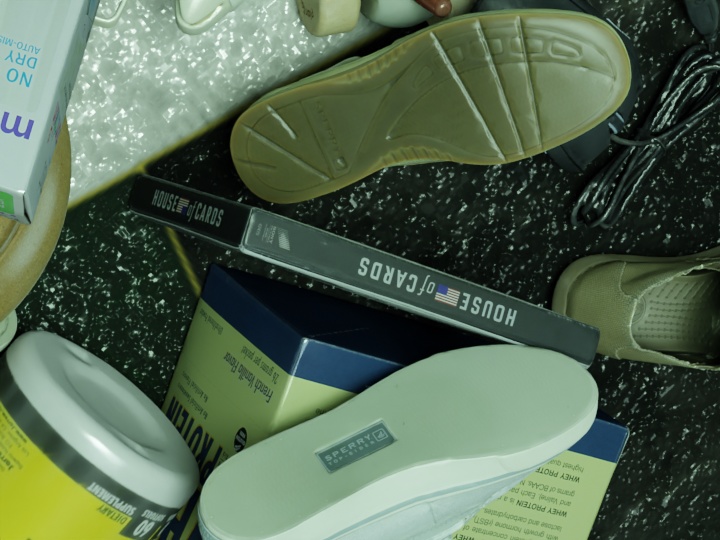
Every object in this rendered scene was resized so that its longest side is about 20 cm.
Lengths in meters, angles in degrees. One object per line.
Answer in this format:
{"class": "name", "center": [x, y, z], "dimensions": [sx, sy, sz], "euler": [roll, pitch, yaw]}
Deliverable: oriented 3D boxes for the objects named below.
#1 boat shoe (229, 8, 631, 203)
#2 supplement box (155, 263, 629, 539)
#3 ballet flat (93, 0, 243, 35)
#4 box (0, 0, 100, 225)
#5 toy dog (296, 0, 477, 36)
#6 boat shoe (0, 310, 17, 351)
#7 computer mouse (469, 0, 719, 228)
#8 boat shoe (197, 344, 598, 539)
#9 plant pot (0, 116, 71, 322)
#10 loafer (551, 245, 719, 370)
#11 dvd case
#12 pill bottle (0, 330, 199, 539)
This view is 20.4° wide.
{"class": "boat shoe", "center": [0.035, -0.084, 0.971], "dimensions": [0.199, 0.063, 0.074], "euler": [-17, 105, 19]}
{"class": "supplement box", "center": [-0.004, 0.131, 1.034], "dimensions": [0.198, 0.134, 0.202], "euler": [16, 98, -27]}
{"class": "ballet flat", "center": [-0.102, -0.145, 0.918], "dimensions": [0.198, 0.069, 0.072], "euler": [2, 79, -6]}
{"class": "box", "center": [-0.207, -0.134, 0.829], "dimensions": [0.198, 0.097, 0.178], "euler": [18, 81, -6]}
{"class": "toy dog", "center": [0.017, -0.197, 0.965], "dimensions": [0.131, 0.096, 0.201], "euler": [-30, 115, -14]}
{"class": "boat shoe", "center": [-0.262, 0.039, 0.932], "dimensions": [0.198, 0.075, 0.066], "euler": [-6, 141, -28]}
{"class": "computer mouse", "center": [0.138, -0.109, 1.041], "dimensions": [0.141, 0.046, 0.200], "euler": [-49, 140, -5]}
{"class": "boat shoe", "center": [0.018, 0.097, 0.927], "dimensions": [0.199, 0.070, 0.072], "euler": [-20, 139, -18]}
{"class": "plant pot", "center": [-0.223, -0.055, 0.899], "dimensions": [0.198, 0.027, 0.202], "euler": [3, 83, -23]}
{"class": "loafer", "center": [0.206, 0.025, 1.134], "dimensions": [0.198, 0.067, 0.077], "euler": [-7, 108, -22]}
{"class": "dvd case", "center": [0.000, 0.000, 0.987], "dimensions": [0.199, 0.150, 0.025], "euler": [19, 90, -28]}
{"class": "pill bottle", "center": [-0.180, 0.138, 0.963], "dimensions": [0.114, 0.114, 0.200], "euler": [36, 99, -28]}
